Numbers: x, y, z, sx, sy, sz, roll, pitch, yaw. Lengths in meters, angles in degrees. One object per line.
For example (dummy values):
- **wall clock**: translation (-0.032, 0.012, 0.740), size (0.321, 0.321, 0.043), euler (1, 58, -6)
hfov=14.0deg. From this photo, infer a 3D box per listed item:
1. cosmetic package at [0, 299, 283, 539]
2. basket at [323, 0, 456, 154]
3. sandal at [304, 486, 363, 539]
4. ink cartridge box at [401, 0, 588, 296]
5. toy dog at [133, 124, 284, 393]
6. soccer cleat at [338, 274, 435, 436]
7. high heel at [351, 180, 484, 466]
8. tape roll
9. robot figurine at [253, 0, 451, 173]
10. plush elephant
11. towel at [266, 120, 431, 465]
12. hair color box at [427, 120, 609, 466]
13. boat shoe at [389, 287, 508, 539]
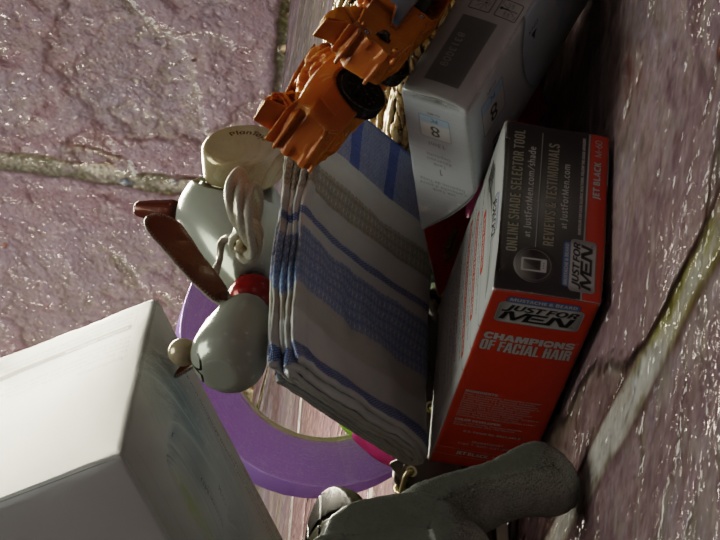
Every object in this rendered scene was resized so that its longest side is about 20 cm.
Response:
- **cosmetic package**: translation (-0.136, 0.159, 1.700), size (0.200, 0.123, 0.200), euler (-84, -30, -64)
- **basket**: translation (0.063, -0.112, 1.850), size (0.200, 0.149, 0.143), euler (106, 152, -44)
- **sandal**: translation (-0.010, 0.188, 1.696), size (0.201, 0.057, 0.080), euler (102, 179, -59)
- **ink cartridge box**: translation (0.086, -0.094, 1.699), size (0.160, 0.047, 0.200), euler (-60, -24, -29)
- **toy dog**: translation (-0.093, -0.006, 1.692), size (0.200, 0.096, 0.132), euler (-65, -29, -75)
- **soccer cleat**: translation (0.053, 0.030, 1.968), size (0.200, 0.081, 0.068), euler (-62, -13, 2)
- **high heel**: translation (0.043, 0.033, 1.849), size (0.067, 0.096, 0.200), euler (-27, -54, -52)
- **tape roll**: translation (-0.028, 0.055, 2.032), size (0.066, 0.200, 0.200), euler (120, 157, -77)
- **robot figurine**: translation (0.013, -0.145, 1.641), size (0.145, 0.058, 0.200), euler (-51, 6, 37)
- **plush elephant**: translation (0.031, 0.201, 1.504), size (0.165, 0.200, 0.155), euler (-110, 13, -62)
- **towel**: translation (0.000, 0.000, 1.687), size (0.147, 0.024, 0.200), euler (37, -133, -44)
- **hair color box**: translation (0.087, 0.019, 1.640), size (0.200, 0.064, 0.111), euler (105, 172, -58)
- **boat shoe**: translation (0.045, 0.109, 1.752), size (0.072, 0.059, 0.200), euler (141, 121, -69)
